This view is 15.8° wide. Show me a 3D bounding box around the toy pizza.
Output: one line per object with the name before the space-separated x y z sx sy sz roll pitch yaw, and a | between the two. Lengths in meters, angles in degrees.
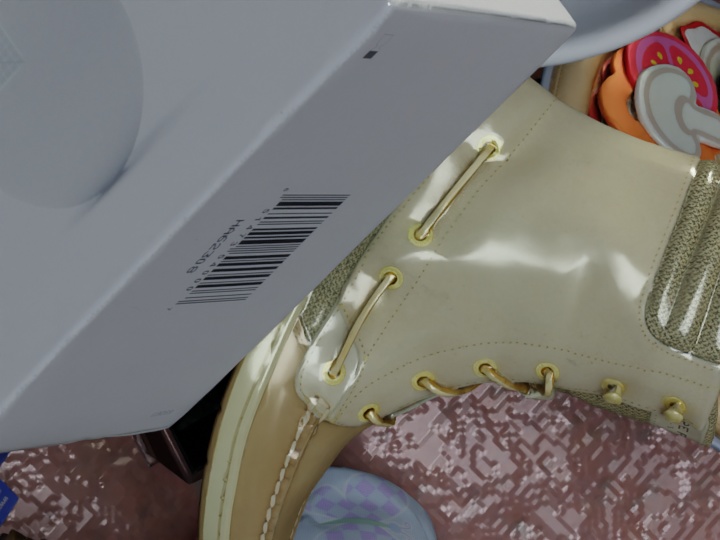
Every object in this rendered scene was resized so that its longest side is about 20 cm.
toy pizza | 0.145 -0.021 0.962 0.199 0.032 0.201 22 54 -33

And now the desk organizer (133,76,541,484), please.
desk organizer | 0.000 0.000 0.959 0.199 0.077 0.072 -28 100 -11

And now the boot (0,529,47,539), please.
boot | -0.120 0.171 0.874 0.073 0.200 0.156 26 79 -10

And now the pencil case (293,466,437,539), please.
pencil case | -0.022 0.150 0.900 0.090 0.200 0.084 3 119 4

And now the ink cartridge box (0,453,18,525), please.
ink cartridge box | -0.186 0.048 0.871 0.201 0.042 0.120 59 43 -30

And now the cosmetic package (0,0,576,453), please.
cosmetic package | -0.080 -0.085 0.794 0.199 0.123 0.200 -43 72 24

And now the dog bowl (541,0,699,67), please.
dog bowl | 0.051 -0.175 0.876 0.199 0.079 0.201 5 117 10

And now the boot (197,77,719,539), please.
boot | 0.042 0.035 0.867 0.155 0.073 0.201 23 94 5
